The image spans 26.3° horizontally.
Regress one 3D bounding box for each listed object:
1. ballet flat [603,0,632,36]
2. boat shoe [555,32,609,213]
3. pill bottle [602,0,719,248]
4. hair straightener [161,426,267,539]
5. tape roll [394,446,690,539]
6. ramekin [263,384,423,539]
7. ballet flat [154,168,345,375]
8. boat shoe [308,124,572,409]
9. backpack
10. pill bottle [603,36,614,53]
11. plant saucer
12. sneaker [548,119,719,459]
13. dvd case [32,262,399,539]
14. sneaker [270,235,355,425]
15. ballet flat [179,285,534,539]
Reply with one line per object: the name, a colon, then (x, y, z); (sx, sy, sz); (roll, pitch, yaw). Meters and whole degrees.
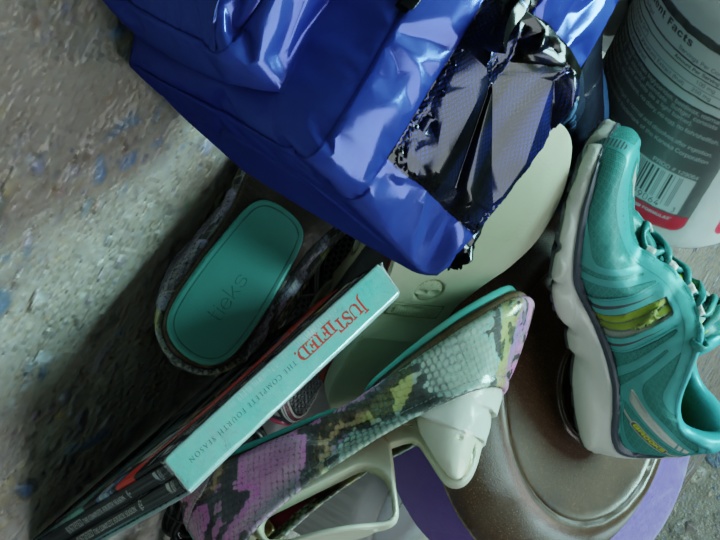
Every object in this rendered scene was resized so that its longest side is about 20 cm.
ballet flat: (0.099, -0.186, 0.763); (0.069, 0.069, 0.201); (-47, 153, -23)
boat shoe: (0.076, -0.100, 0.756); (0.069, 0.084, 0.201); (-45, 144, -33)
pill bottle: (0.187, -0.114, 0.778); (0.111, 0.110, 0.201); (-38, 160, -39)
hair straightener: (-0.092, 0.151, 0.882); (0.077, 0.041, 0.201); (-37, 161, -40)
tape roll: (0.110, 0.077, 0.916); (0.199, 0.085, 0.202); (1, 89, -45)
ramekin: (0.019, 0.098, 1.001); (0.202, 0.094, 0.203); (-46, 156, -27)
ballet flat: (-0.035, -0.034, 0.762); (0.201, 0.072, 0.072); (-52, 158, -12)
boat shoe: (0.031, -0.013, 0.756); (0.071, 0.063, 0.201); (10, 131, -30)
backpack: (0.016, -0.128, 0.591); (0.201, 0.162, 0.168); (-53, 138, -5)
pill bottle: (0.232, -0.219, 0.997); (0.201, 0.110, 0.111); (-62, 158, 14)
plant saucer: (0.115, 0.064, 0.843); (0.199, 0.032, 0.202); (3, 86, -45)
sneaker: (0.145, 0.012, 0.773); (0.078, 0.079, 0.201); (-55, 139, -43)
dvd case: (-0.075, 0.074, 0.741); (0.146, 0.022, 0.200); (-42, -175, -34)
sneaker: (0.000, 0.000, 0.852); (0.201, 0.074, 0.080); (-60, 158, 10)
ballet flat: (0.010, 0.085, 0.738); (0.199, 0.071, 0.069); (-30, 157, -4)
